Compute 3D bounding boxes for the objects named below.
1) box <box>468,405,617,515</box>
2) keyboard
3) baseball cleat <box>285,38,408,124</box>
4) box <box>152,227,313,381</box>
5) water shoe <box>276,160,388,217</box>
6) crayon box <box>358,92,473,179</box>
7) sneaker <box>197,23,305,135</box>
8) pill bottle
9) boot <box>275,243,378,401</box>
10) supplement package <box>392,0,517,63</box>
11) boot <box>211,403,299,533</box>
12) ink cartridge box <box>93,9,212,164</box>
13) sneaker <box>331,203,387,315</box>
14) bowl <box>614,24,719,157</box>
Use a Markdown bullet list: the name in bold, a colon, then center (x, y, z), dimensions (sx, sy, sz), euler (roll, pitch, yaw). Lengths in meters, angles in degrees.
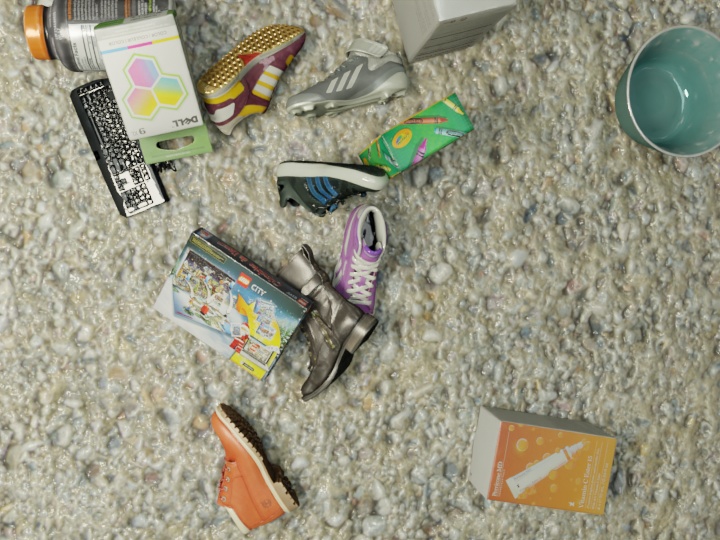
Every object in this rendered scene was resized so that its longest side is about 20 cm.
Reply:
- **box**: center (0.288, 0.302, 1.080), dimensions (0.197, 0.097, 0.126), euler (10, 91, -9)
- **keyboard**: center (-0.345, -0.188, 0.990), dimensions (0.103, 0.040, 0.202), euler (-23, 96, -7)
- **baseball cleat**: center (-0.026, -0.292, 1.030), dimensions (0.198, 0.070, 0.108), euler (-14, 88, -18)
- **box**: center (-0.187, 0.050, 0.986), dimensions (0.199, 0.038, 0.137), euler (34, 107, 1)
- **water shoe**: center (-0.040, -0.117, 0.987), dimensions (0.071, 0.198, 0.080), euler (-12, 109, -48)
- **crayon box**: center (0.073, -0.184, 0.975), dimensions (0.118, 0.200, 0.059), euler (-31, 96, -6)
- **sneaker**: center (-0.154, -0.288, 1.007), dimensions (0.200, 0.075, 0.091), euler (-43, 142, -23)
- **pill bottle**: center (-0.359, -0.335, 0.948), dimensions (0.197, 0.106, 0.108), euler (-3, 93, -9)
- **boot**: center (-0.081, 0.081, 1.028), dimensions (0.174, 0.069, 0.201), euler (40, 111, 9)
- **supplement package**: center (0.127, -0.395, 0.975), dimensions (0.116, 0.200, 0.118), euler (-16, 95, -8)
- **boot**: center (-0.186, 0.302, 1.020), dimensions (0.107, 0.075, 0.201), euler (-30, 98, -2)
- **ink cartridge box**: center (-0.276, -0.239, 0.918), dimensions (0.103, 0.059, 0.202), euler (-13, 119, -6)
- **sneaker**: center (-0.001, 0.000, 1.015), dimensions (0.072, 0.114, 0.203), euler (3, 93, -10)
- **bowl**: center (0.493, -0.277, 1.086), dimensions (0.198, 0.105, 0.204), euler (0, 92, -10)
